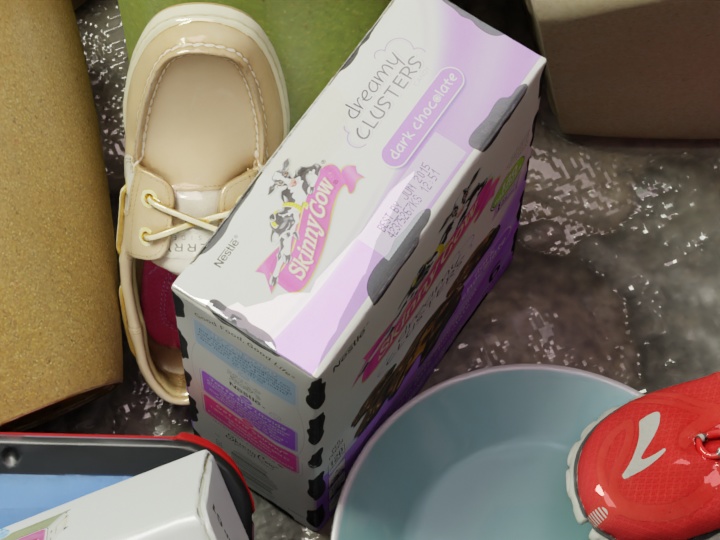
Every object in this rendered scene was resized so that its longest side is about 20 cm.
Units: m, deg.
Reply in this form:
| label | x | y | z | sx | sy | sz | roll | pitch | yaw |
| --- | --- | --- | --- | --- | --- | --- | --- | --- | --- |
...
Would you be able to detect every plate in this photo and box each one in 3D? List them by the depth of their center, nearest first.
| label | x | y | z | sx | sy | sz | roll | pitch | yaw |
| --- | --- | --- | --- | --- | --- | --- | --- | --- | --- |
| plate | 0.082 | 0.137 | 0.971 | 0.199 | 0.026 | 0.201 | 5 | 63 | -10 |

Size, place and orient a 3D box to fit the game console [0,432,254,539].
| label | x | y | z | sx | sy | sz | roll | pitch | yaw |
| --- | --- | --- | --- | --- | --- | --- | --- | --- | --- |
| game console | -0.144 | 0.153 | 0.928 | 0.199 | 0.031 | 0.178 | 2 | 97 | 1 |

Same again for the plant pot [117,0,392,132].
| label | x | y | z | sx | sy | sz | roll | pitch | yaw |
| --- | --- | --- | --- | --- | --- | --- | --- | --- | --- |
| plant pot | -0.036 | -0.141 | 1.000 | 0.199 | 0.185 | 0.201 | 3 | 44 | -2 |

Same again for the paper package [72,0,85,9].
| label | x | y | z | sx | sy | sz | roll | pitch | yaw |
| --- | --- | --- | --- | --- | --- | --- | --- | --- | --- |
| paper package | -0.147 | -0.258 | 1.112 | 0.190 | 0.104 | 0.200 | -37 | 71 | -17 |

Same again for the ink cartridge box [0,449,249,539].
| label | x | y | z | sx | sy | sz | roll | pitch | yaw |
| --- | --- | --- | --- | --- | --- | --- | --- | --- | --- |
| ink cartridge box | -0.122 | 0.179 | 0.879 | 0.199 | 0.085 | 0.145 | -21 | 102 | 5 |

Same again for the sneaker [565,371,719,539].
| label | x | y | z | sx | sy | sz | roll | pitch | yaw |
| --- | --- | --- | --- | --- | --- | --- | --- | --- | --- |
| sneaker | 0.179 | 0.061 | 0.967 | 0.199 | 0.085 | 0.077 | -19 | 68 | -23 |

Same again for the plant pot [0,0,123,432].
| label | x | y | z | sx | sy | sz | roll | pitch | yaw |
| --- | --- | --- | --- | --- | --- | --- | --- | --- | --- |
| plant pot | -0.186 | -0.024 | 0.984 | 0.186 | 0.186 | 0.201 | -22 | 86 | -10 |

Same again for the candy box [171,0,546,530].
| label | x | y | z | sx | sy | sz | roll | pitch | yaw |
| --- | --- | --- | --- | --- | --- | --- | --- | --- | --- |
| candy box | 0.000 | 0.000 | 0.947 | 0.071 | 0.200 | 0.168 | 32 | 70 | 12 |

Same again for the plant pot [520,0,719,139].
| label | x | y | z | sx | sy | sz | roll | pitch | yaw |
| --- | --- | --- | --- | --- | --- | --- | --- | --- | --- |
| plant pot | 0.154 | -0.169 | 1.037 | 0.176 | 0.200 | 0.201 | -17 | 67 | 4 |

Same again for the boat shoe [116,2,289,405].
| label | x | y | z | sx | sy | sz | roll | pitch | yaw |
| --- | --- | --- | --- | --- | --- | --- | --- | --- | --- |
| boat shoe | -0.068 | -0.021 | 0.952 | 0.073 | 0.200 | 0.069 | 1 | 45 | -3 |
